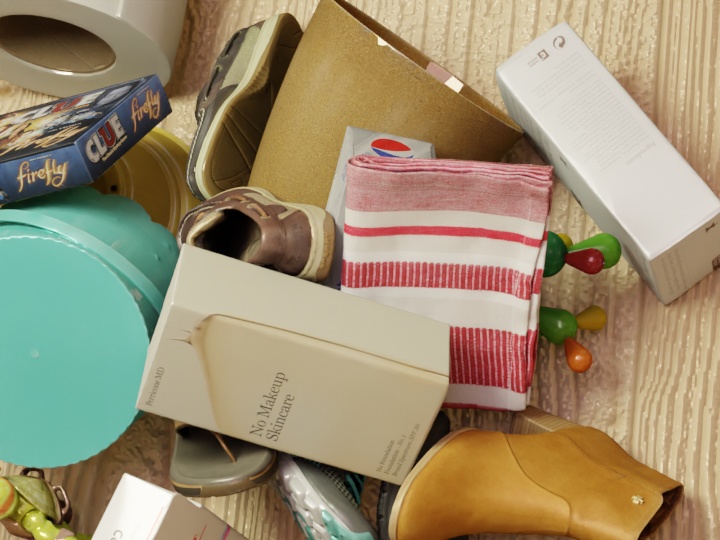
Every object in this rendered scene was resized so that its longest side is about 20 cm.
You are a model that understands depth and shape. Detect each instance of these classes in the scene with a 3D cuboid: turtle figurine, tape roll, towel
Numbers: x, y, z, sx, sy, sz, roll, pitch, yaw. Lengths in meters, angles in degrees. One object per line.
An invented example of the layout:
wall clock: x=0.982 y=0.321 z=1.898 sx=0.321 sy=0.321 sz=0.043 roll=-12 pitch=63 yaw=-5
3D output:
turtle figurine: x=-0.254 y=0.178 z=1.455 sx=0.199 sy=0.161 sz=0.065 roll=26 pitch=78 yaw=22
tape roll: x=-0.238 y=-0.243 z=1.589 sx=0.201 sy=0.203 sz=0.140 roll=4 pitch=70 yaw=16
towel: x=0.057 y=0.014 z=1.369 sx=0.143 sy=0.202 sz=0.023 roll=3 pitch=31 yaw=0

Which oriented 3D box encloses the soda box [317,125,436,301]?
soda box: x=0.000 y=0.000 z=1.413 sx=0.068 sy=0.201 sz=0.064 roll=10 pitch=32 yaw=-8

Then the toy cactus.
toy cactus: x=0.092 y=0.017 z=1.421 sx=0.199 sy=0.165 sz=0.103 roll=-21 pitch=47 yaw=15

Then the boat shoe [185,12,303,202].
boat shoe: x=-0.100 y=-0.126 z=1.569 sx=0.064 sy=0.073 sz=0.201 roll=-7 pitch=41 yaw=32

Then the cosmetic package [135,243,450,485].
cosmetic package: x=-0.046 y=0.066 z=1.351 sx=0.198 sy=0.104 sz=0.073 roll=15 pitch=36 yaw=-9

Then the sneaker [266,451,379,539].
sneaker: x=-0.025 y=0.138 z=1.430 sx=0.091 sy=0.078 sz=0.200 roll=-30 pitch=38 yaw=-10

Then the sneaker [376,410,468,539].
sneaker: x=0.051 y=0.202 z=1.422 sx=0.090 sy=0.076 sz=0.202 roll=9 pitch=75 yaw=5

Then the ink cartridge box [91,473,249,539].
ink cartridge box: x=-0.147 y=0.220 z=1.388 sx=0.067 sy=0.200 sz=0.117 roll=20 pitch=75 yaw=21

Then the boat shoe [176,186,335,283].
boat shoe: x=-0.095 y=-0.025 z=1.415 sx=0.199 sy=0.071 sz=0.073 roll=12 pitch=98 yaw=59

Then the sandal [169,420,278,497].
sandal: x=-0.101 y=0.102 z=1.416 sx=0.081 sy=0.055 sz=0.200 roll=-14 pitch=26 yaw=9

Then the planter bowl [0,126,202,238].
planter bowl: x=-0.221 y=-0.046 z=1.574 sx=0.198 sy=0.084 sz=0.202 roll=-5 pitch=68 yaw=13

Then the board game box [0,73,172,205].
board game box: x=-0.259 y=-0.091 z=1.496 sx=0.198 sy=0.035 sz=0.136 roll=-11 pitch=22 yaw=28

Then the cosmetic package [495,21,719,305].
cosmetic package: x=0.191 y=-0.080 z=1.468 sx=0.074 sy=0.102 sz=0.201 roll=-35 pitch=64 yaw=0

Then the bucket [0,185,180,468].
bucket: x=-0.229 y=0.042 z=1.466 sx=0.205 sy=0.135 sz=0.209 roll=1 pitch=105 yaw=5

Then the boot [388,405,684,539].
boot: x=0.128 y=0.162 z=1.358 sx=0.143 sy=0.071 sz=0.201 roll=26 pitch=34 yaw=32

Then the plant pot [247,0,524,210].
plant pot: x=-0.004 y=-0.077 z=1.490 sx=0.186 sy=0.186 sz=0.201 roll=38 pitch=100 yaw=24
